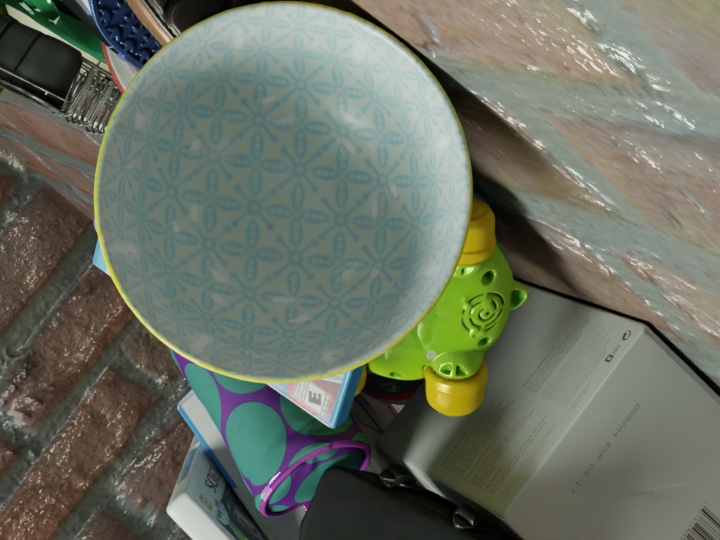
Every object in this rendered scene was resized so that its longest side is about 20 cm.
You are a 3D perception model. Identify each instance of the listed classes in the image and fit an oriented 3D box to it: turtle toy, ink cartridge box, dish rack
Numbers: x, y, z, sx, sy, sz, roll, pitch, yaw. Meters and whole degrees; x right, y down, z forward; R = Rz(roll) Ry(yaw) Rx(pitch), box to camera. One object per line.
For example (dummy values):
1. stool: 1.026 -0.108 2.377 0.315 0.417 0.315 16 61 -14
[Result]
1. turtle toy: 0.006 -0.001 1.339 0.198 0.101 0.147 7 123 7
2. ink cartridge box: -0.019 0.140 1.529 0.147 0.086 0.200 52 -168 28
3. dish rack: -0.204 -0.131 1.617 0.153 0.055 0.199 27 178 43

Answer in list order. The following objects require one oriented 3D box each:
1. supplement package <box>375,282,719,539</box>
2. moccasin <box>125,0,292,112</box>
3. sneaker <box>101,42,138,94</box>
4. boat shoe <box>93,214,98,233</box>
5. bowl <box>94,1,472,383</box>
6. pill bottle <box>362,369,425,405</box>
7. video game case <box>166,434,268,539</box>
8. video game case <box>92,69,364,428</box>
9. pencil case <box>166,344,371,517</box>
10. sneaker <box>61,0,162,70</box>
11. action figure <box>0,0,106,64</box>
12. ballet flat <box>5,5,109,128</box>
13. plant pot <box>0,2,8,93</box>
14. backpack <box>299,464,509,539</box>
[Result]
1. supplement package: 0.142 0.122 1.431 0.151 0.152 0.200 42 172 -23
2. moccasin: -0.060 -0.125 1.246 0.201 0.074 0.078 31 168 -27
3. sneaker: -0.095 -0.134 1.389 0.078 0.116 0.201 11 -137 -42
4. boat shoe: -0.116 -0.069 1.466 0.074 0.067 0.200 50 -149 13
5. bowl: -0.042 -0.036 1.175 0.200 0.201 0.108 37 174 2
6. pill bottle: 0.000 0.000 1.500 0.119 0.120 0.200 31 170 38
7. video game case: -0.047 0.200 1.473 0.200 0.023 0.182 47 -171 -7
8. video game case: -0.071 -0.015 1.299 0.199 0.144 0.018 33 -145 23
9. pencil case: -0.075 0.061 1.404 0.201 0.085 0.093 56 160 24
10. sneaker: -0.171 -0.202 1.304 0.078 0.070 0.200 33 163 53
11. action figure: -0.222 -0.199 1.594 0.199 0.055 0.118 33 173 -22
12. ballet flat: -0.234 -0.167 1.792 0.200 0.070 0.069 40 172 -15
13. plant pot: -0.368 -0.224 1.756 0.187 0.188 0.200 37 158 0
14. backpack: 0.063 0.223 1.368 0.162 0.155 0.200 23 178 37
